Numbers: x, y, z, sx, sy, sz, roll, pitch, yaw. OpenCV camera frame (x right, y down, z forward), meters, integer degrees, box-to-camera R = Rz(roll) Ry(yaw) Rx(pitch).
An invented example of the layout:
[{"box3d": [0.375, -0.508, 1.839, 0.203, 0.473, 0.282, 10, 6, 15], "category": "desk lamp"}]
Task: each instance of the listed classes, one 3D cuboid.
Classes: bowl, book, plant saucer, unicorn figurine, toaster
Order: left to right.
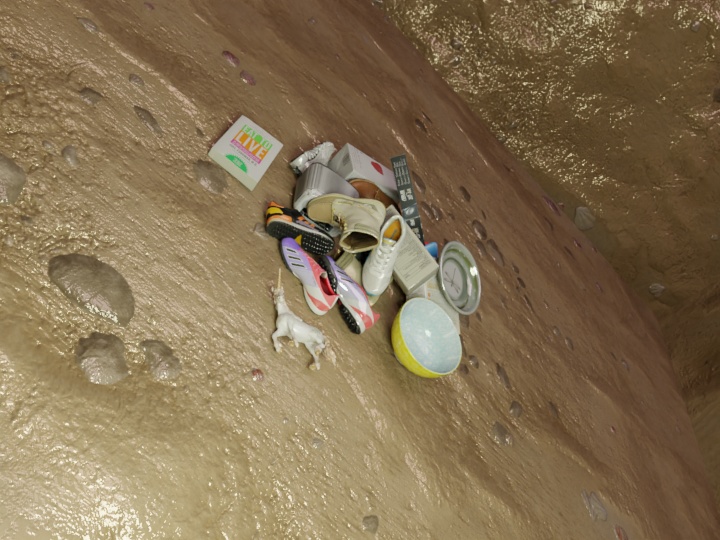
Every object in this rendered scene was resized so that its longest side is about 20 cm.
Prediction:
[{"box3d": [-0.283, -0.295, 1.531, 0.133, 0.048, 0.202, 38, 35, -15], "category": "book"}, {"box3d": [-0.134, 0.120, 1.280, 0.201, 0.073, 0.139, 49, 18, -32], "category": "unicorn figurine"}, {"box3d": [-0.095, -0.183, 1.591, 0.198, 0.113, 0.131, 35, 37, -24], "category": "toaster"}, {"box3d": [0.143, 0.181, 1.521, 0.197, 0.107, 0.204, 22, 49, -28], "category": "bowl"}, {"box3d": [0.257, 0.024, 1.679, 0.198, 0.050, 0.205, 18, 65, -45], "category": "plant saucer"}]

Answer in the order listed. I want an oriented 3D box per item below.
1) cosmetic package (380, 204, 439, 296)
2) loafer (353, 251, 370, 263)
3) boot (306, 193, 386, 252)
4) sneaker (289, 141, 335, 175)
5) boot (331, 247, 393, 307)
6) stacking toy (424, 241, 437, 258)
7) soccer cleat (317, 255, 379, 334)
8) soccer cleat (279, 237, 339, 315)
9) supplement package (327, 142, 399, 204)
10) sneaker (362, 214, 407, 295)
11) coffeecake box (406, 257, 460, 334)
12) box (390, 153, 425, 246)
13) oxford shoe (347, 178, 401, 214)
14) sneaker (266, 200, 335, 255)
[{"box3d": [0.100, -0.049, 1.565, 0.202, 0.102, 0.087, 55, -7, 14], "category": "cosmetic package"}, {"box3d": [0.042, -0.061, 1.662, 0.198, 0.062, 0.074, -14, 105, -51], "category": "loafer"}, {"box3d": [-0.042, -0.111, 1.456, 0.195, 0.073, 0.156, 5, 37, 5], "category": "boot"}, {"box3d": [-0.123, -0.302, 1.727, 0.082, 0.074, 0.200, 57, 36, -9], "category": "sneaker"}, {"box3d": [0.000, 0.000, 1.564, 0.156, 0.072, 0.200, 51, 37, -9], "category": "boot"}, {"box3d": [0.132, -0.079, 1.810, 0.108, 0.118, 0.201, -22, 52, -18], "category": "stacking toy"}, {"box3d": [-0.030, 0.047, 1.448, 0.072, 0.068, 0.203, -28, 85, -26], "category": "soccer cleat"}, {"box3d": [-0.116, 0.000, 1.411, 0.068, 0.073, 0.203, -9, 65, -55], "category": "soccer cleat"}, {"box3d": [0.005, -0.249, 1.783, 0.198, 0.119, 0.123, 25, 38, -37], "category": "supplement package"}, {"box3d": [0.054, -0.039, 1.478, 0.075, 0.204, 0.081, 19, -12, 6], "category": "sneaker"}, {"box3d": [0.196, 0.073, 1.687, 0.152, 0.072, 0.205, 13, 69, -45], "category": "coffeecake box"}, {"box3d": [0.129, -0.184, 1.667, 0.161, 0.042, 0.204, 66, 13, -63], "category": "box"}, {"box3d": [0.042, -0.192, 1.697, 0.197, 0.072, 0.072, 23, 19, -35], "category": "oxford shoe"}, {"box3d": [-0.142, -0.108, 1.492, 0.197, 0.070, 0.092, 21, 45, -38], "category": "sneaker"}]
